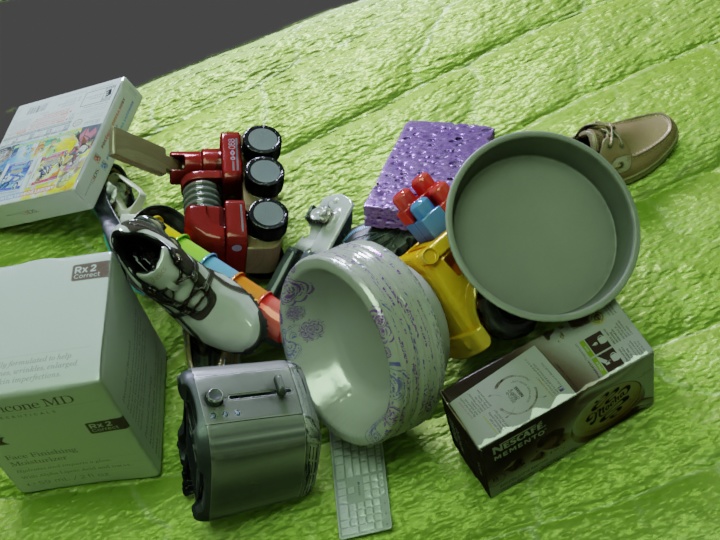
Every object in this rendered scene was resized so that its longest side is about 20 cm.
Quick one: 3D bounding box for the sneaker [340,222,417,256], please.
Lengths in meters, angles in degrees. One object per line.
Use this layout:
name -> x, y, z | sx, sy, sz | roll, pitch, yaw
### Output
sneaker -> 0.000, 0.000, 1.539 | 0.200, 0.073, 0.082 | -38, 49, -26

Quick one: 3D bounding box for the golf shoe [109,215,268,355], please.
golf shoe -> -0.188, 0.021, 1.433 | 0.200, 0.094, 0.078 | 37, 96, 8

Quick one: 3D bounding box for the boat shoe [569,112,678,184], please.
boat shoe -> 0.276, -0.134, 1.566 | 0.199, 0.065, 0.071 | -27, 53, -7

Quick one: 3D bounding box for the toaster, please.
toaster -> -0.114, 0.174, 1.376 | 0.129, 0.200, 0.114 | -8, 52, -14

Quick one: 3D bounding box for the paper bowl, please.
paper bowl -> 0.012, 0.069, 1.392 | 0.104, 0.201, 0.201 | -20, 47, -35

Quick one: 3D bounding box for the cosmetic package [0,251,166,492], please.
cosmetic package -> -0.313, 0.110, 1.447 | 0.164, 0.200, 0.166 | -9, 53, 8

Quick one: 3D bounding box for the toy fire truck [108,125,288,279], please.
toy fire truck -> -0.188, -0.089, 1.572 | 0.199, 0.129, 0.177 | -1, 53, -9

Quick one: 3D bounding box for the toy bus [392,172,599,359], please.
toy bus -> 0.132, -0.033, 1.434 | 0.200, 0.136, 0.192 | -37, 94, -15

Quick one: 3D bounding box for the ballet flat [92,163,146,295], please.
ballet flat -> -0.278, -0.059, 1.639 | 0.073, 0.073, 0.200 | -27, 51, -7

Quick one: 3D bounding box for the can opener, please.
can opener -> -0.060, 0.000, 1.555 | 0.053, 0.066, 0.201 | 12, 65, 44

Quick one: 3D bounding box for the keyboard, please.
keyboard -> -0.004, 0.187, 1.435 | 0.056, 0.011, 0.201 | -11, 53, 6

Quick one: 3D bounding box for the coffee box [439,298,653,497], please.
coffee box -> 0.189, 0.127, 1.365 | 0.199, 0.113, 0.080 | -28, 56, -8

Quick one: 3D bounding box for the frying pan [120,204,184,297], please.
frying pan -> -0.249, 0.006, 1.562 | 0.031, 0.115, 0.190 | -11, 33, 42

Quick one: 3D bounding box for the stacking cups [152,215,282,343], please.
stacking cups -> -0.161, 0.017, 1.500 | 0.200, 0.061, 0.061 | 34, 67, 14

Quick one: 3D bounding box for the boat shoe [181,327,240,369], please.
boat shoe -> -0.168, 0.068, 1.520 | 0.071, 0.076, 0.201 | -18, 52, 3

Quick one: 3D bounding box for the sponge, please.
sponge -> 0.082, -0.111, 1.581 | 0.111, 0.030, 0.200 | 6, 37, 16

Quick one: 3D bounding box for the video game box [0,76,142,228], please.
video game box -> -0.382, -0.144, 1.707 | 0.199, 0.047, 0.183 | -8, 48, 35

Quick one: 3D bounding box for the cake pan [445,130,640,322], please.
cake pan -> 0.179, -0.041, 1.364 | 0.199, 0.037, 0.201 | 3, 71, -8
